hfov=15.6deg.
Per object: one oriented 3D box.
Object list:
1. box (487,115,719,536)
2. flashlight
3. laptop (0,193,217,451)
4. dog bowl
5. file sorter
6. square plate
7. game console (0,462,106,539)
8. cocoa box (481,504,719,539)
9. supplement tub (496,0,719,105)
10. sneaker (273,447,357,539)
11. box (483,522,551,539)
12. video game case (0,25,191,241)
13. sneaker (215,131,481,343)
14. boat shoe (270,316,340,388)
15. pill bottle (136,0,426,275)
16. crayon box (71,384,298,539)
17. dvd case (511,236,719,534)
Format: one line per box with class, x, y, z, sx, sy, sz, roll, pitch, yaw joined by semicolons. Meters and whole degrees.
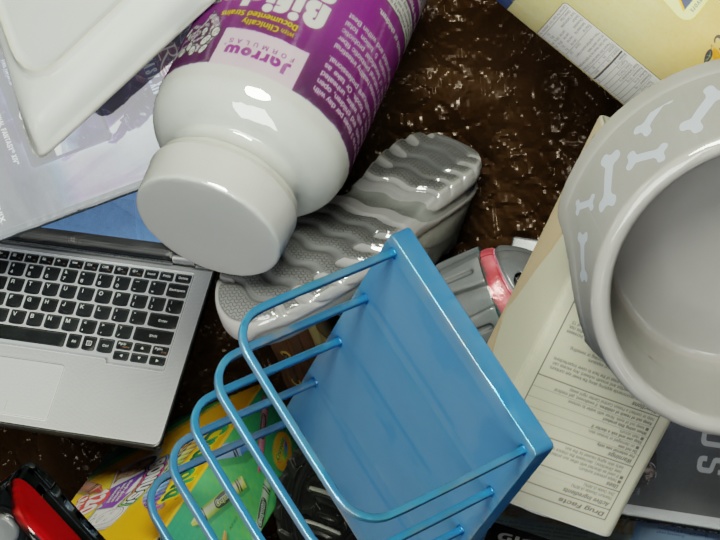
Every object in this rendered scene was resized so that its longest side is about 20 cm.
box;0.130;0.031;1.399;0.094;0.078;0.201;21;112;-15
flashlight;0.141;-0.009;1.458;0.199;0.068;0.068;-23;73;10
laptop;-0.190;-0.018;1.557;0.186;0.201;0.116;7;149;15
dog bowl;0.197;-0.005;1.306;0.199;0.059;0.201;-2;120;-4
file sorter;-0.015;0.103;1.376;0.139;0.122;0.200;56;147;18
square plate;-0.150;-0.197;1.443;0.200;0.028;0.199;-39;59;28
game console;-0.152;0.216;1.415;0.172;0.119;0.200;-36;100;28
cocoa box;0.124;0.194;1.535;0.199;0.133;0.132;7;118;14
supplement tub;0.174;-0.148;1.361;0.200;0.145;0.145;39;119;-2
sneaker;-0.008;0.157;1.590;0.074;0.079;0.201;23;126;18
box;0.141;0.258;1.456;0.197;0.050;0.201;15;119;8
video game case;-0.148;-0.115;1.519;0.199;0.019;0.144;-19;99;13
sneaker;0.000;0.000;1.460;0.075;0.200;0.082;28;132;33
boat shoe;-0.046;0.000;1.524;0.067;0.072;0.201;-6;127;26
pill bottle;-0.045;-0.101;1.409;0.112;0.201;0.113;17;149;11
crayon box;-0.121;0.153;1.558;0.118;0.200;0.058;-23;106;25
dvd case;0.173;0.068;1.486;0.199;0.025;0.151;7;84;15
